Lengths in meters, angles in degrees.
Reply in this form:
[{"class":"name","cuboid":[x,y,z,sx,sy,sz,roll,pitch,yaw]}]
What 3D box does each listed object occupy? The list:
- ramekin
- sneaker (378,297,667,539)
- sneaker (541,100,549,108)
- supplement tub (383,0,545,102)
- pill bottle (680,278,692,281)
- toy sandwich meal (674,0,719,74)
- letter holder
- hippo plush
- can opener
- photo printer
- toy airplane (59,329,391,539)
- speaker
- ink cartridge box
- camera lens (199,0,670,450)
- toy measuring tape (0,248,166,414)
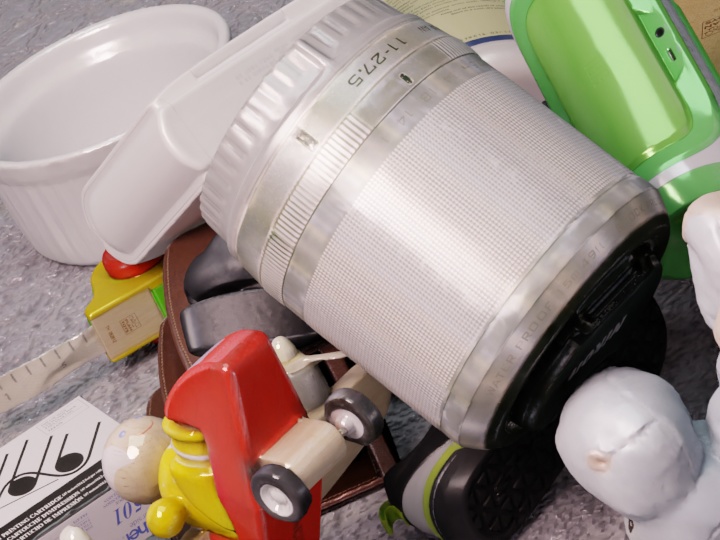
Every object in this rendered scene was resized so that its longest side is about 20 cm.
[{"class":"ramekin","cuboid":[-0.165,-0.091,1.933,0.200,0.098,0.201,-19,29,11]},{"class":"sneaker","cuboid":[0.082,0.070,1.501,0.083,0.072,0.200,8,41,49]},{"class":"sneaker","cuboid":[0.122,-0.063,1.582,0.200,0.079,0.066,-29,10,-28]},{"class":"supplement tub","cuboid":[0.067,-0.103,1.725,0.145,0.145,0.200,-25,28,0]},{"class":"pill bottle","cuboid":[0.262,-0.053,1.522,0.200,0.114,0.114,-7,33,29]},{"class":"toy sandwich meal","cuboid":[0.238,-0.122,1.716,0.205,0.070,0.205,-25,24,12]},{"class":"letter holder","cuboid":[-0.074,0.061,1.608,0.142,0.101,0.200,-25,28,2]},{"class":"hippo plush","cuboid":[0.185,0.067,1.364,0.161,0.200,0.159,-40,24,20]},{"class":"can opener","cuboid":[0.000,0.000,1.506,0.199,0.079,0.063,-11,-10,1]},{"class":"photo printer","cuboid":[-0.080,-0.082,1.687,0.166,0.070,0.200,-36,-2,-27]},{"class":"toy airplane","cuboid":[-0.067,0.123,1.397,0.141,0.200,0.200,26,94,23]},{"class":"speaker","cuboid":[0.145,-0.094,1.495,0.088,0.089,0.200,-24,56,0]},{"class":"ink cartridge box","cuboid":[-0.199,0.150,1.485,0.200,0.044,0.094,-34,34,-21]},{"class":"camera lens","cuboid":[0.041,-0.021,1.392,0.200,0.160,0.160,38,58,14]},{"class":"toy measuring tape","cuboid":[-0.167,0.028,1.766,0.200,0.074,0.074,-31,29,-12]}]
